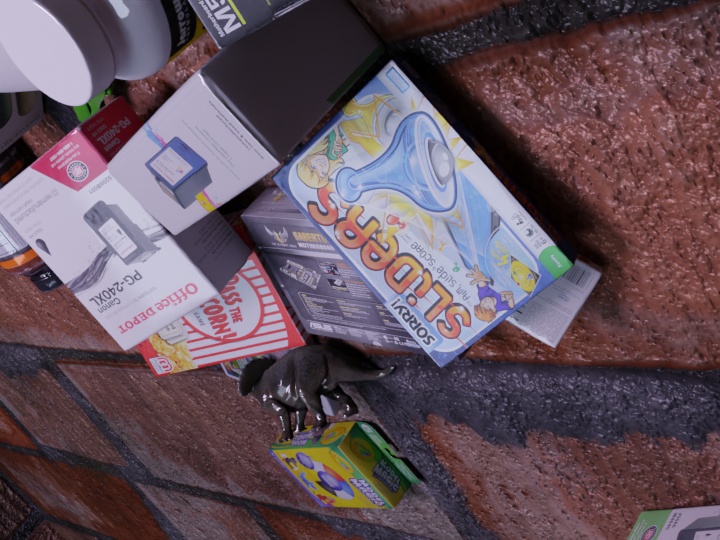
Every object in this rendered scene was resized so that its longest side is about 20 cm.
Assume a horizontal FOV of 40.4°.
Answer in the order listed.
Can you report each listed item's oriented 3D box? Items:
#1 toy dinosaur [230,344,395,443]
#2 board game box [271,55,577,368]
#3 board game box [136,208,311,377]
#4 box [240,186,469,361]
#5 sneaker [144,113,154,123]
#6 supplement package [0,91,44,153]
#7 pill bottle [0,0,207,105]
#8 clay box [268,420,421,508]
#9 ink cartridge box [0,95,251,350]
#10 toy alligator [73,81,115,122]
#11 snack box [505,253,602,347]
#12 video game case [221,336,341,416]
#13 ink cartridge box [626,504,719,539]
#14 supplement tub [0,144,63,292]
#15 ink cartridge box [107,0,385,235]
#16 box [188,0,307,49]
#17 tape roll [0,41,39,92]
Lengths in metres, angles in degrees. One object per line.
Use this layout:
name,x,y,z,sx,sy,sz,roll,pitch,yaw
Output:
toy dinosaur,-0.063,0.125,1.074,0.200,0.077,0.102,-22,87,29
board game box,0.047,-0.042,0.744,0.135,0.034,0.200,-42,92,24
board game box,-0.167,0.026,1.044,0.200,0.046,0.152,-15,117,25
box,0.000,0.000,0.914,0.200,0.048,0.158,6,134,42
sneaker,-0.221,-0.075,1.023,0.075,0.081,0.200,38,148,0
supplement package,-0.436,-0.217,1.002,0.151,0.152,0.200,35,148,7
pill bottle,-0.148,-0.204,0.671,0.112,0.200,0.112,27,147,20
clay box,-0.022,0.250,1.249,0.115,0.048,0.200,49,148,-15
ink cartridge box,-0.227,-0.040,0.941,0.145,0.083,0.200,-30,107,31
toy alligator,-0.268,-0.190,0.959,0.054,0.059,0.200,-18,126,7
snack box,0.085,-0.020,0.773,0.200,0.024,0.072,30,110,6
video game case,-0.124,0.080,1.170,0.182,0.022,0.200,15,141,34
ink cartridge box,0.310,0.282,0.849,0.084,0.146,0.200,47,147,-8
supplement tub,-0.433,-0.069,1.229,0.107,0.107,0.200,1,132,46
ink cartridge box,-0.095,-0.125,0.765,0.088,0.145,0.200,47,147,-15
box,-0.053,-0.259,0.562,0.193,0.048,0.200,-23,117,21
tape roll,-0.250,-0.236,0.731,0.071,0.202,0.202,-1,136,11
